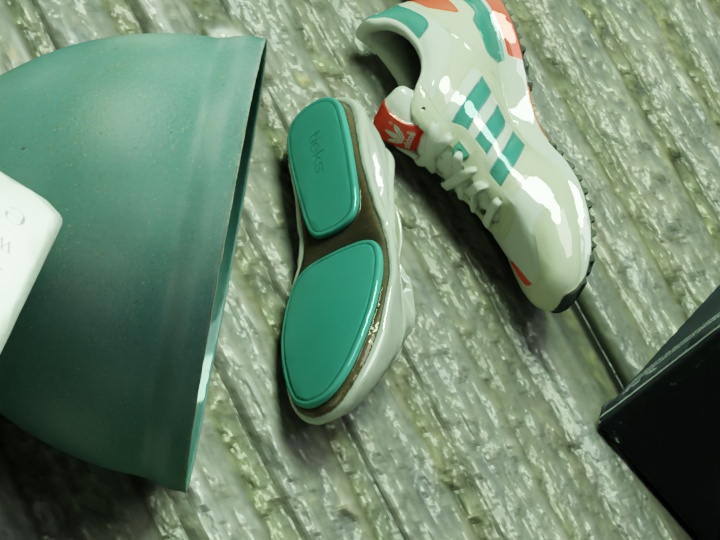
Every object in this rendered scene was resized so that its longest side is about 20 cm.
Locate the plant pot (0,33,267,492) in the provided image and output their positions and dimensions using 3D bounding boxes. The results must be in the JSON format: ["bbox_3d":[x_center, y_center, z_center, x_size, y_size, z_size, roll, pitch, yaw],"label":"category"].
[{"bbox_3d":[-0.122,-0.014,1.185,0.134,0.201,0.201,10,46,-1],"label":"plant pot"}]

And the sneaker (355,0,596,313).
[{"bbox_3d":[0.055,-0.062,1.471,0.093,0.070,0.201,-7,64,-25],"label":"sneaker"}]

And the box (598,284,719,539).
[{"bbox_3d":[0.269,0.082,1.490,0.200,0.123,0.198,48,38,0],"label":"box"}]

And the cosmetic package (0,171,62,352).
[{"bbox_3d":[-0.244,0.040,1.029,0.165,0.165,0.200,34,42,-15],"label":"cosmetic package"}]

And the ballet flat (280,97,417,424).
[{"bbox_3d":[0.000,0.000,1.368,0.069,0.069,0.201,22,45,-28],"label":"ballet flat"}]
